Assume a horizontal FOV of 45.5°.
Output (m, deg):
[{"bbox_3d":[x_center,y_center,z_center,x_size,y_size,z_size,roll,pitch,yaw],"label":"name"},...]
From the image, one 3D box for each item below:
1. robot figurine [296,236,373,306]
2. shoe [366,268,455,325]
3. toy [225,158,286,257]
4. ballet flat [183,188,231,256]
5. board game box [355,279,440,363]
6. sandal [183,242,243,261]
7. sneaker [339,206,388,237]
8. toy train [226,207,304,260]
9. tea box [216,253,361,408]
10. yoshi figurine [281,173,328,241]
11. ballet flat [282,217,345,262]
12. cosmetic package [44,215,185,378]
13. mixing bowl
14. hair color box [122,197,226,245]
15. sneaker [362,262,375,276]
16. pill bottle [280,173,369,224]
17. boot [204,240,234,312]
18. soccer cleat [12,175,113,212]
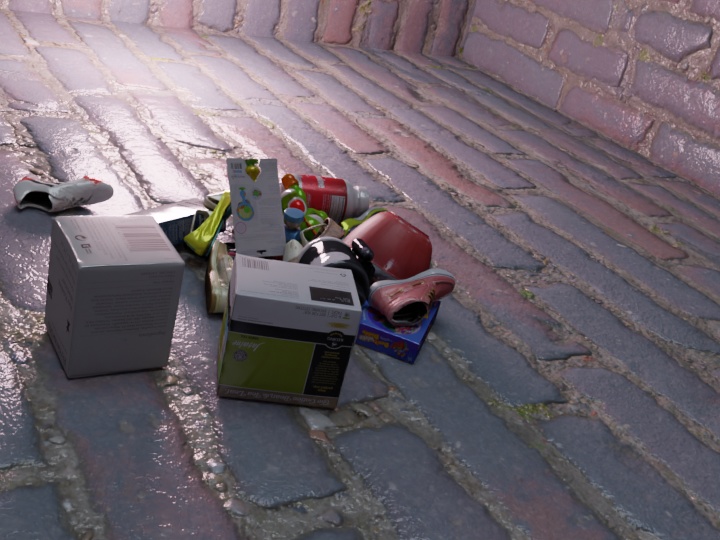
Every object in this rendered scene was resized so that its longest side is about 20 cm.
[{"bbox_3d":[-0.052,0.015,1.636,0.150,0.125,0.200,-7,26,-13],"label":"robot figurine"},{"bbox_3d":[0.116,0.056,1.644,0.199,0.072,0.091,-9,35,-30],"label":"shoe"},{"bbox_3d":[-0.218,-0.127,1.748,0.115,0.201,0.047,-4,0,-33],"label":"toy"},{"bbox_3d":[-0.298,-0.115,1.746,0.067,0.067,0.200,29,52,-6],"label":"ballet flat"},{"bbox_3d":[0.069,0.095,1.666,0.134,0.045,0.200,20,26,10],"label":"board game box"},{"bbox_3d":[-0.273,-0.035,1.744,0.199,0.045,0.075,24,26,18],"label":"sandal"},{"bbox_3d":[0.021,-0.088,1.994,0.081,0.074,0.200,36,38,20],"label":"sneaker"},{"bbox_3d":[-0.210,-0.100,1.825,0.199,0.116,0.085,25,27,20],"label":"toy train"},{"bbox_3d":[-0.120,0.099,1.382,0.199,0.197,0.134,9,27,-14],"label":"tea box"},{"bbox_3d":[-0.129,-0.109,1.891,0.112,0.112,0.200,-4,51,-52],"label":"yoshi figurine"},{"bbox_3d":[-0.114,-0.043,1.760,0.068,0.067,0.200,-20,18,50],"label":"ballet flat"},{"bbox_3d":[-0.394,0.037,1.359,0.164,0.201,0.165,-3,31,-33],"label":"cosmetic package"},{"bbox_3d":[0.074,-0.051,1.769,0.200,0.109,0.200,34,4,-3],"label":"mixing bowl"},{"bbox_3d":[-0.381,-0.097,1.773,0.100,0.061,0.200,16,23,33],"label":"hair color box"},{"bbox_3d":[0.000,0.000,1.792,0.087,0.075,0.200,11,25,-19],"label":"sneaker"},{"bbox_3d":[-0.085,-0.165,2.027,0.199,0.113,0.112,4,28,-22],"label":"pill bottle"},{"bbox_3d":[-0.216,0.018,1.639,0.154,0.072,0.200,7,32,-15],"label":"boot"},{"bbox_3d":[-0.616,-0.154,1.786,0.199,0.069,0.085,1,38,-20],"label":"soccer cleat"}]
